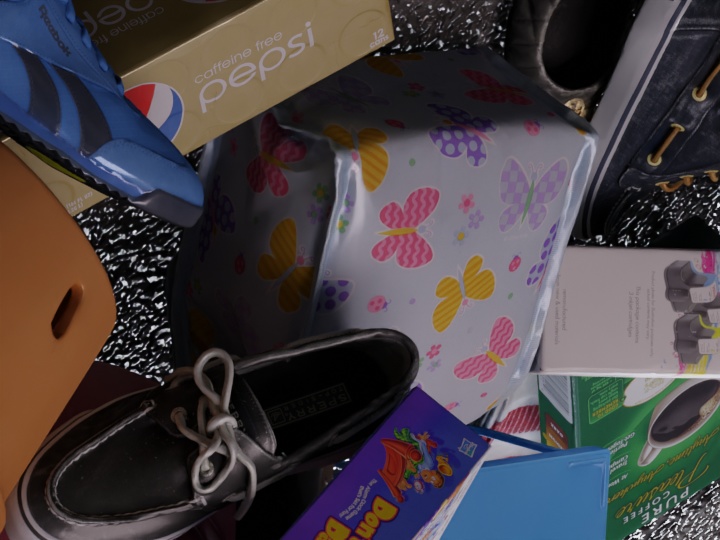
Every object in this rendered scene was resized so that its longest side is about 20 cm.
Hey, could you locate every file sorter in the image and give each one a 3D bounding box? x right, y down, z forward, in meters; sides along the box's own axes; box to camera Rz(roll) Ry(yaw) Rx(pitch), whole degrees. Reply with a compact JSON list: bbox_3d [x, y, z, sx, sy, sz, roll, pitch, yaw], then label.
[{"bbox_3d":[0.042,0.191,1.595,0.138,0.123,0.201,-5,102,-39],"label":"file sorter"}]

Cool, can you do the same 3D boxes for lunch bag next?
[{"bbox_3d":[0.000,0.000,1.419,0.169,0.127,0.201,-8,122,-37],"label":"lunch bag"}]

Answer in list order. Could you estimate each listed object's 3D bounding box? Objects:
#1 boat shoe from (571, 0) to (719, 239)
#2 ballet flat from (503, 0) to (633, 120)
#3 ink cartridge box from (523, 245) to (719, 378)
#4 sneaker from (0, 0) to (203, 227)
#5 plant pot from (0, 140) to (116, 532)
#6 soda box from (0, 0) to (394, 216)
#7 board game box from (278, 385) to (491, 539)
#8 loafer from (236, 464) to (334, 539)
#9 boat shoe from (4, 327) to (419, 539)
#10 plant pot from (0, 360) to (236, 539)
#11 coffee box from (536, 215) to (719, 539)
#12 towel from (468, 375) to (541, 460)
[{"bbox_3d":[0.166,-0.067,1.491,0.071,0.091,0.200,-54,170,-36],"label":"boat shoe"},{"bbox_3d":[0.117,-0.139,1.432,0.066,0.057,0.200,-16,138,-34],"label":"ballet flat"},{"bbox_3d":[0.164,0.022,1.530,0.199,0.115,0.068,2,89,-20],"label":"ink cartridge box"},{"bbox_3d":[-0.133,-0.093,1.188,0.200,0.066,0.079,36,81,-20],"label":"sneaker"},{"bbox_3d":[-0.197,0.022,1.219,0.140,0.200,0.200,-44,148,-23],"label":"plant pot"},{"bbox_3d":[-0.085,-0.097,1.287,0.200,0.064,0.068,-29,143,-15],"label":"soda box"},{"bbox_3d":[-0.018,0.153,1.334,0.134,0.045,0.200,-47,170,-29],"label":"board game box"},{"bbox_3d":[-0.044,0.131,1.496,0.071,0.073,0.201,60,45,-65],"label":"loafer"},{"bbox_3d":[-0.061,0.074,1.275,0.199,0.074,0.068,-14,163,-26],"label":"boat shoe"},{"bbox_3d":[-0.159,0.165,1.337,0.199,0.179,0.200,2,141,1],"label":"plant pot"},{"bbox_3d":[0.160,0.072,1.677,0.123,0.044,0.200,-31,143,-18],"label":"coffee box"},{"bbox_3d":[0.123,0.077,1.700,0.144,0.023,0.200,-7,133,-39],"label":"towel"}]
